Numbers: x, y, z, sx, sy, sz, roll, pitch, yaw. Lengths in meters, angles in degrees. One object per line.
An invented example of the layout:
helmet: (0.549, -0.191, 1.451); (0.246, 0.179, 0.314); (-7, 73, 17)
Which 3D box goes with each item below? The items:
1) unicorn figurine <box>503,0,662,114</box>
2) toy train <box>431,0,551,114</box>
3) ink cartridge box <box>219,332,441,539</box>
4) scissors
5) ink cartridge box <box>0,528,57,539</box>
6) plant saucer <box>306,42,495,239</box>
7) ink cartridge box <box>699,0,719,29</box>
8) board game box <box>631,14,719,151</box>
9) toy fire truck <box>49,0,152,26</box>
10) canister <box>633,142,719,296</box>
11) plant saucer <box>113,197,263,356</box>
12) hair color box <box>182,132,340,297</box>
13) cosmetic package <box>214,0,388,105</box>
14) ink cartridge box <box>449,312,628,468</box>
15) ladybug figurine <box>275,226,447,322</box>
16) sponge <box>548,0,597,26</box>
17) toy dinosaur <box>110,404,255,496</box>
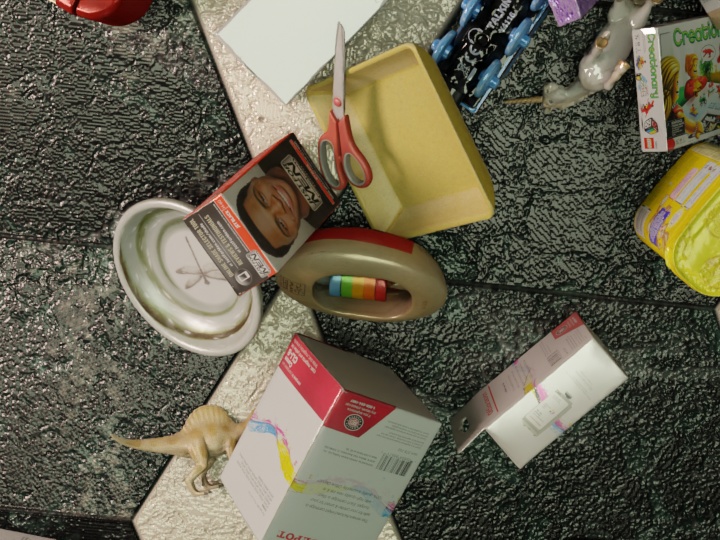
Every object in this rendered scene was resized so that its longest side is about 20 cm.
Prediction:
unicorn figurine: (0.263, -0.239, 1.368); (0.200, 0.137, 0.074); (-43, 88, -7)
toy train: (0.148, -0.263, 1.356); (0.087, 0.114, 0.200); (34, 100, 9)
ink cartridge box: (-0.038, 0.204, 1.415); (0.145, 0.145, 0.201); (23, 101, -33)
scissors: (-0.029, -0.175, 1.379); (0.073, 0.014, 0.201); (15, 129, 39)
ink cartridge box: (-0.359, 0.406, 1.505); (0.199, 0.084, 0.145); (12, 102, -4)
plant saucer: (0.052, -0.140, 1.369); (0.048, 0.200, 0.201); (-35, 103, -36)
ink cartridge box: (0.392, -0.381, 1.318); (0.165, 0.075, 0.200); (-38, 101, -27)
board game box: (0.361, -0.206, 1.347); (0.035, 0.200, 0.127); (4, 107, 44)
toy fire truck: (-0.221, -0.331, 1.333); (0.199, 0.129, 0.177); (30, 100, 14)
canister: (0.377, -0.062, 1.357); (0.086, 0.200, 0.149); (38, 99, -8)
plant saucer: (-0.185, 0.000, 1.414); (0.199, 0.050, 0.201); (17, 128, 23)
hair color box: (-0.100, -0.064, 1.349); (0.061, 0.200, 0.102); (-30, 102, 29)
cosmetic package: (-0.050, -0.288, 1.368); (0.200, 0.081, 0.113); (-43, 99, 9)
ink cartridge box: (0.200, 0.148, 1.442); (0.200, 0.117, 0.068); (-41, 100, 8)
ladybug figurine: (0.000, 0.000, 1.415); (0.199, 0.136, 0.072); (9, 58, 0)
sponge: (0.221, -0.333, 1.307); (0.030, 0.200, 0.112); (-20, 105, 31)
toy dinosaur: (-0.187, 0.212, 1.491); (0.199, 0.058, 0.102); (-11, 87, -6)
